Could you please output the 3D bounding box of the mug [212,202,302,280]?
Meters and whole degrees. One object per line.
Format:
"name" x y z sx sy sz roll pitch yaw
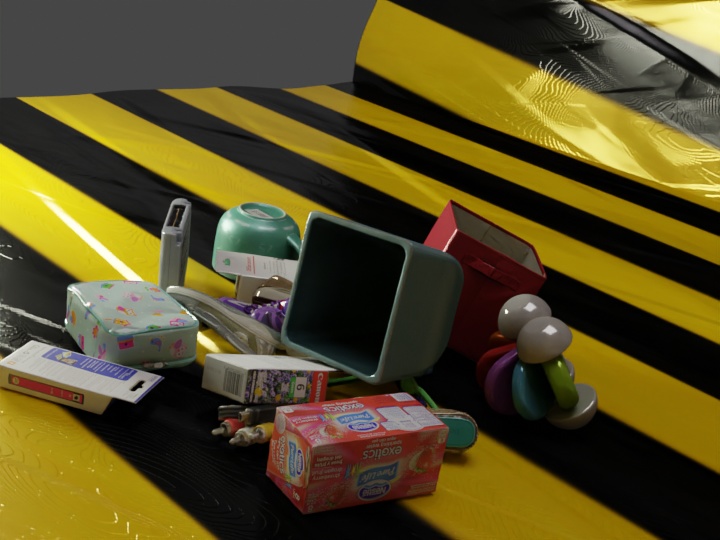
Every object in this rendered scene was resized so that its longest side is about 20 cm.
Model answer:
"mug" -0.167 -0.051 2.040 0.183 0.116 0.152 10 19 -2

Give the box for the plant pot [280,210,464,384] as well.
"plant pot" 0.038 0.041 1.628 0.195 0.198 0.199 20 8 40

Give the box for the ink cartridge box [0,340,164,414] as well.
"ink cartridge box" -0.368 0.144 1.499 0.198 0.037 0.095 12 18 10

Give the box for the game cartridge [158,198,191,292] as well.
"game cartridge" -0.303 -0.027 1.867 0.041 0.134 0.200 9 18 -6

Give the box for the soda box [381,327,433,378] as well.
"soda box" 0.024 0.101 1.794 0.199 0.065 0.068 24 23 36

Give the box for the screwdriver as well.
"screwdriver" 0.097 0.199 1.610 0.028 0.029 0.200 1 21 -25

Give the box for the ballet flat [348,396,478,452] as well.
"ballet flat" 0.056 0.210 1.523 0.198 0.071 0.065 11 -7 -3

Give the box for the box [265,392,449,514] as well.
"box" -0.004 0.219 1.390 0.198 0.096 0.100 -2 22 -33

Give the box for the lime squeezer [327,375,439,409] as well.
"lime squeezer" 0.050 0.163 1.624 0.198 0.038 0.071 17 36 27

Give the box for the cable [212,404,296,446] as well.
"cable" -0.111 0.201 1.504 0.096 0.051 0.199 4 -2 38

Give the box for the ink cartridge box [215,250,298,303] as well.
"ink cartridge box" -0.147 0.026 1.904 0.198 0.067 0.116 8 18 -9

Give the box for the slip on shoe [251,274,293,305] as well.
"slip on shoe" -0.074 0.061 1.788 0.198 0.076 0.061 17 51 24

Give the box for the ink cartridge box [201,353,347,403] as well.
"ink cartridge box" -0.104 0.149 1.562 0.199 0.051 0.108 7 3 -40

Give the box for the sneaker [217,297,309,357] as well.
"sneaker" -0.133 0.070 1.746 0.198 0.084 0.081 14 32 10

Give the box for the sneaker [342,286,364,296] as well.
"sneaker" 0.000 0.000 1.766 0.199 0.089 0.075 -3 -3 -43

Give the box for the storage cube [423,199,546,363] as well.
"storage cube" 0.179 0.020 1.869 0.170 0.181 0.200 28 16 -9

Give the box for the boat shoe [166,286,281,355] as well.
"boat shoe" -0.211 0.080 1.695 0.201 0.065 0.074 25 -6 17

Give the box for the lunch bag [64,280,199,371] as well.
"lunch bag" -0.325 0.080 1.641 0.159 0.078 0.200 -1 23 -36

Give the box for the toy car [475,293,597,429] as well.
"toy car" 0.245 0.148 1.681 0.149 0.176 0.200 -27 25 -2
